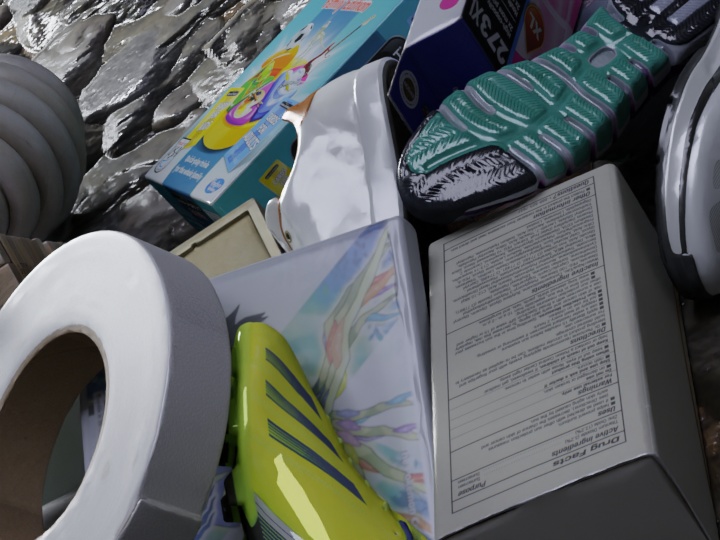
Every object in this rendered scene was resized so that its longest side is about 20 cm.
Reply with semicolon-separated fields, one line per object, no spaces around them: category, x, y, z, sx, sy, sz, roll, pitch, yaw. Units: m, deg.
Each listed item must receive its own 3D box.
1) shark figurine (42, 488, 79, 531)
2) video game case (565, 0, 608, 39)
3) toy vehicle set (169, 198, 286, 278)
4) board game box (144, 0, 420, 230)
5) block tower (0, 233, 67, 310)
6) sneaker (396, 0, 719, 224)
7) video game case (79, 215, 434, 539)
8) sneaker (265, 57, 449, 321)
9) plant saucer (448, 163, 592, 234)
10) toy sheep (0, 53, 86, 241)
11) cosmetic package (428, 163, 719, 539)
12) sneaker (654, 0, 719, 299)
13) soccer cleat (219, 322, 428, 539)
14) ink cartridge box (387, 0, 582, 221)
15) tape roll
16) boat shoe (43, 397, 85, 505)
shark figurine;-0.192;0.169;1.069;0.128;0.090;0.215;-3;43;43
video game case;0.144;-0.183;1.216;0.142;0.019;0.200;-33;34;6
toy vehicle set;-0.065;0.071;1.066;0.124;0.027;0.201;-32;51;6
board game box;-0.024;-0.103;1.243;0.200;0.047;0.151;-48;20;-8
block tower;-0.180;0.018;1.183;0.058;0.054;0.200;-32;-5;9
sneaker;0.108;-0.067;1.067;0.199;0.088;0.074;-34;53;-14
video game case;-0.046;0.092;0.997;0.181;0.022;0.201;-18;62;21
sneaker;0.000;0.000;1.070;0.084;0.073;0.202;-18;63;26
plant saucer;0.028;-0.029;1.161;0.199;0.032;0.201;-26;33;18
toy sheep;-0.240;-0.064;1.373;0.137;0.138;0.201;-20;31;24
cosmetic package;0.090;0.052;0.957;0.103;0.073;0.201;-24;35;19
sneaker;0.212;-0.074;1.001;0.115;0.076;0.202;6;62;32
soccer cleat;-0.014;0.110;0.936;0.083;0.065;0.201;-10;57;-9
ink cartridge box;0.071;-0.131;1.122;0.037;0.095;0.201;-7;46;33
tape roll;-0.131;0.081;0.985;0.202;0.037;0.204;-31;47;40
boat shoe;-0.204;0.113;1.180;0.200;0.070;0.072;-30;12;14
